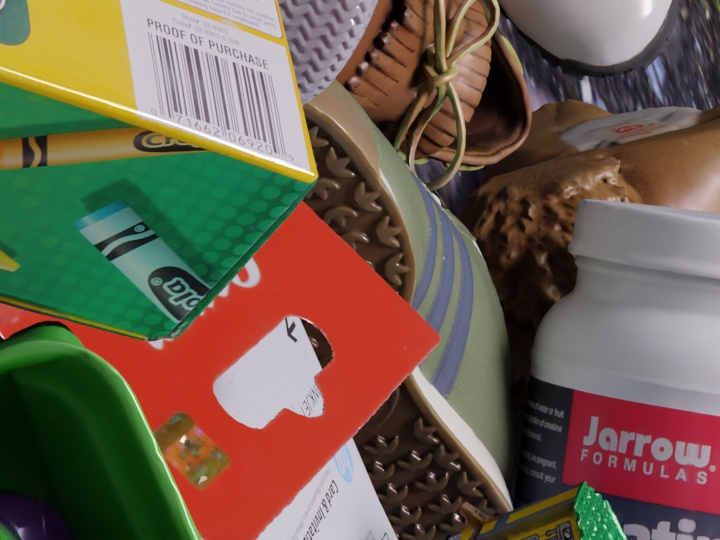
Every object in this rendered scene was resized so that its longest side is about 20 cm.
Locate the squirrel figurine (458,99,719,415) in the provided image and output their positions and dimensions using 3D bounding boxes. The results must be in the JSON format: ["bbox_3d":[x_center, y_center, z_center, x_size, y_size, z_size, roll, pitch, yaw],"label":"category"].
[{"bbox_3d":[0.112,0.040,1.118,0.200,0.141,0.188,-32,114,-56],"label":"squirrel figurine"}]

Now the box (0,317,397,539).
[{"bbox_3d":[-0.058,0.027,0.758,0.201,0.041,0.156,66,21,-16],"label":"box"}]

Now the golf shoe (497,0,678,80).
[{"bbox_3d":[0.055,-0.155,0.921,0.095,0.077,0.201,-74,148,-80],"label":"golf shoe"}]

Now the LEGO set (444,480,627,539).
[{"bbox_3d":[0.023,0.156,0.760,0.154,0.115,0.200,60,21,-18],"label":"LEGO set"}]

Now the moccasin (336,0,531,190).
[{"bbox_3d":[0.014,-0.069,0.950,0.074,0.077,0.201,-62,162,-5],"label":"moccasin"}]

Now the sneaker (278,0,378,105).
[{"bbox_3d":[0.001,-0.144,0.773,0.075,0.200,0.114,26,24,-10],"label":"sneaker"}]

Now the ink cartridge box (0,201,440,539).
[{"bbox_3d":[-0.063,-0.045,0.660,0.200,0.057,0.163,40,25,4],"label":"ink cartridge box"}]

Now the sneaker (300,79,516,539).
[{"bbox_3d":[0.000,0.000,0.904,0.090,0.067,0.201,-84,155,-50],"label":"sneaker"}]

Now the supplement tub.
[{"bbox_3d":[0.118,0.084,0.947,0.140,0.140,0.201,-1,98,-70],"label":"supplement tub"}]

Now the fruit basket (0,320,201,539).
[{"bbox_3d":[-0.057,0.120,0.505,0.216,0.155,0.216,-23,90,-85],"label":"fruit basket"}]

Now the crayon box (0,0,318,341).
[{"bbox_3d":[-0.111,-0.070,0.531,0.199,0.058,0.119,17,44,-34],"label":"crayon box"}]
